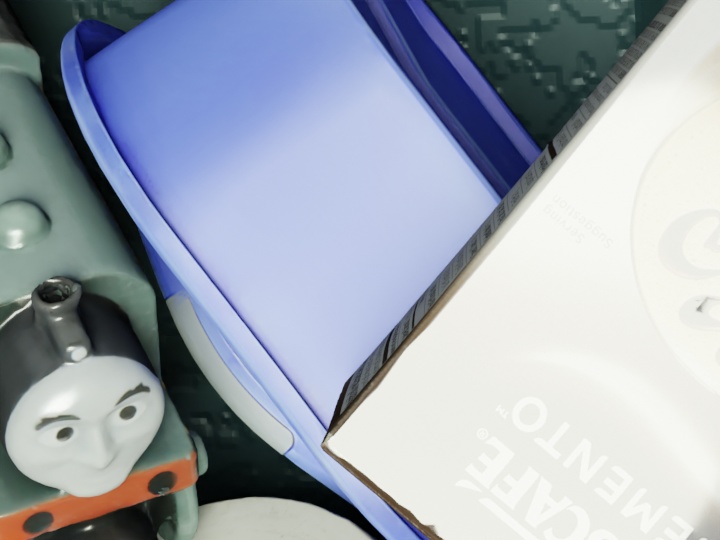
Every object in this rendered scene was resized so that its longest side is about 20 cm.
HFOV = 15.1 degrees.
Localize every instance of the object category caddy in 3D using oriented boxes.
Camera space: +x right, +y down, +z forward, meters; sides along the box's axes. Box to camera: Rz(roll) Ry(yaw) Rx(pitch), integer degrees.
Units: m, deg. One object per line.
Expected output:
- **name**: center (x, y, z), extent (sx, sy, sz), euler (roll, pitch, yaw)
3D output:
- **caddy**: center (0.000, 0.000, 0.732), extent (0.105, 0.141, 0.200), euler (-38, 87, 12)

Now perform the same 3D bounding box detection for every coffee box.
- **coffee box**: center (0.097, -0.006, 0.613), extent (0.113, 0.080, 0.200), euler (39, 97, -1)

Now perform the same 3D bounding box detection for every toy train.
- **toy train**: center (-0.102, 0.002, 0.736), extent (0.085, 0.200, 0.114), euler (-17, 136, -15)

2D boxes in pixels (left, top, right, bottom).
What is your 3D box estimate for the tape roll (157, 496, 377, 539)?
- **tape roll**: center (-0.036, 0.163, 0.710), extent (0.202, 0.203, 0.071), euler (-39, 128, 16)
